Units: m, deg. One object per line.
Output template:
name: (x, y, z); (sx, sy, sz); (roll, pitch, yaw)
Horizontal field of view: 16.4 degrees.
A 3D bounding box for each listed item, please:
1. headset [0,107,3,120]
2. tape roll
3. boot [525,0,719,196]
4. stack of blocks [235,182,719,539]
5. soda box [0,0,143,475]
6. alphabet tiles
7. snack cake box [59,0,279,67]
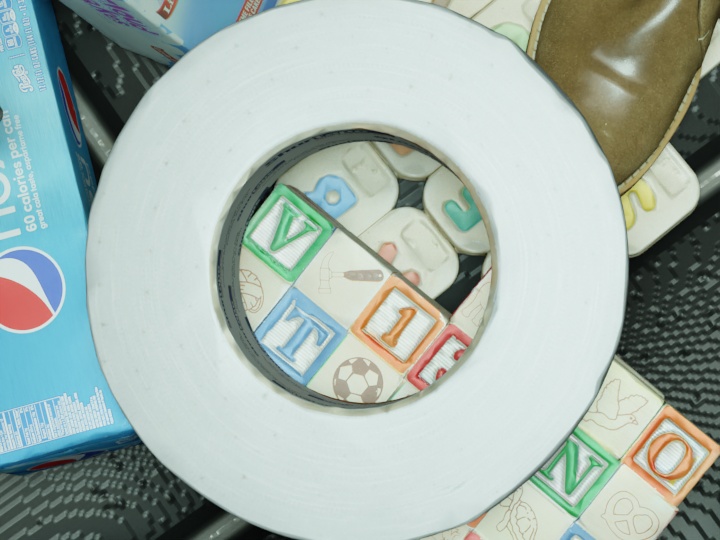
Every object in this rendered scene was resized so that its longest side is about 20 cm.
headset: (-0.225, -0.033, 0.957); (0.094, 0.124, 0.200); (39, 126, -17)
tape roll: (0.000, 0.000, 0.928); (0.199, 0.066, 0.202); (0, 90, 6)
boot: (0.121, -0.120, 0.998); (0.073, 0.075, 0.201); (27, 80, -3)
stack of blocks: (0.030, 0.050, 0.987); (0.200, 0.059, 0.115); (39, 93, 5)
soda box: (-0.138, -0.022, 1.000); (0.064, 0.068, 0.201); (-14, 83, 1)
alphabet tiles: (0.046, -0.078, 1.033); (0.195, 0.015, 0.200); (-38, 85, -4)
snack cake box: (-0.057, -0.189, 0.990); (0.067, 0.115, 0.201); (21, 84, 26)
